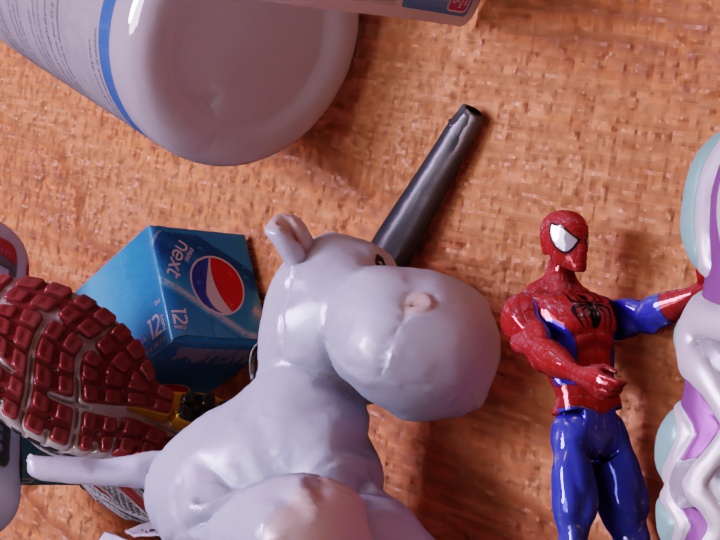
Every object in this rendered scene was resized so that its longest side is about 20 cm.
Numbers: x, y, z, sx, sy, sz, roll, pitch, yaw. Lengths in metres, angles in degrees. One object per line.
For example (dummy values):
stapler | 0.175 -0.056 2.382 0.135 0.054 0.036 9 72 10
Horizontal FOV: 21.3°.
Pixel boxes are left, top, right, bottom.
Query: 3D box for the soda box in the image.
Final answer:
soda box | -0.133 0.051 1.044 0.200 0.064 0.068 -37 58 43

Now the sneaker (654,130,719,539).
sneaker | 0.159 0.037 0.642 0.140 0.077 0.202 160 110 -71

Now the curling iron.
curling iron | 0.000 0.000 0.913 0.200 0.025 0.050 -56 50 31

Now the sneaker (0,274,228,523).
sneaker | -0.130 0.079 0.949 0.082 0.200 0.078 -32 25 51

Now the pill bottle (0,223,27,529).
pill bottle | -0.233 0.077 0.996 0.114 0.113 0.201 -33 50 44

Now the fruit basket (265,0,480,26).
fruit basket | 0.017 -0.191 0.778 0.093 0.199 0.186 29 109 33

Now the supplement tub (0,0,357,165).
supplement tub | -0.105 -0.143 0.964 0.200 0.131 0.133 32 111 46

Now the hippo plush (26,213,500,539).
hippo plush | -0.006 0.073 0.857 0.199 0.159 0.162 13 71 46

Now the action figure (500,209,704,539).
action figure | 0.106 0.066 0.746 0.099 0.065 0.201 -30 65 55

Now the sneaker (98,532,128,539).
sneaker | -0.077 0.174 0.865 0.200 0.073 0.071 3 63 60
